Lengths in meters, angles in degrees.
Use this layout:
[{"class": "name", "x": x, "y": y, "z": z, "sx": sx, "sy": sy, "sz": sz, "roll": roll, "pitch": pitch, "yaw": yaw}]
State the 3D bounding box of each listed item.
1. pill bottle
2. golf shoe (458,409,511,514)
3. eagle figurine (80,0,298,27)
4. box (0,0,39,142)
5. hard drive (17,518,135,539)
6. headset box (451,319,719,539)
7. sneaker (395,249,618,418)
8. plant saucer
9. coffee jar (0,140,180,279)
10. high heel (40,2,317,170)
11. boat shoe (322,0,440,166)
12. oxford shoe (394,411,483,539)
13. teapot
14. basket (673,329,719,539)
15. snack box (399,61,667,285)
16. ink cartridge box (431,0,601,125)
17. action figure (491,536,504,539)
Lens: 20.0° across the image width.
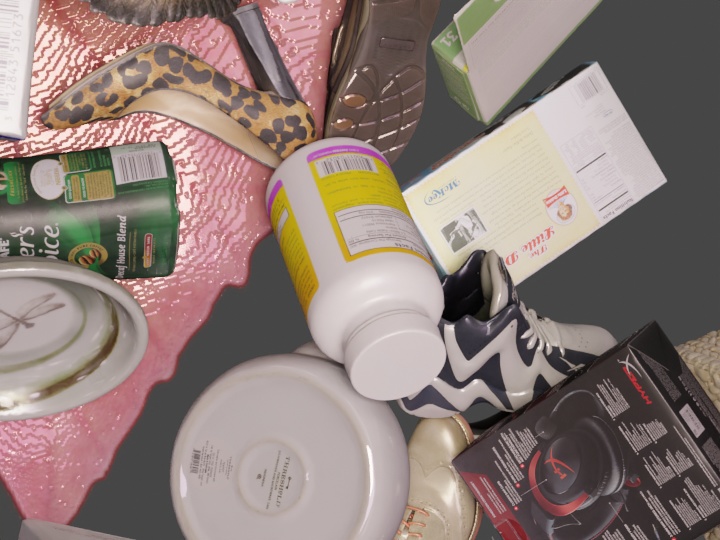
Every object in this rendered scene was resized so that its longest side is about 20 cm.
[{"class": "pill bottle", "x": 0.000, "y": 0.000, "z": 1.525, "sx": 0.104, "sy": 0.201, "sz": 0.105, "roll": -11, "pitch": 137, "yaw": -11}, {"class": "golf shoe", "x": 0.161, "y": 0.129, "z": 1.640, "sx": 0.199, "sy": 0.073, "sz": 0.093, "roll": -15, "pitch": 94, "yaw": -11}, {"class": "eagle figurine", "x": -0.131, "y": -0.254, "z": 1.502, "sx": 0.151, "sy": 0.200, "sz": 0.152, "roll": -34, "pitch": 73, "yaw": 19}, {"class": "box", "x": -0.284, "y": -0.189, "z": 1.455, "sx": 0.104, "sy": 0.200, "sz": 0.185, "roll": 6, "pitch": 91, "yaw": -12}, {"class": "hard drive", "x": -0.179, "y": 0.214, "z": 1.499, "sx": 0.131, "sy": 0.200, "sz": 0.027, "roll": 14, "pitch": 84, "yaw": -13}, {"class": "headset box", "x": 0.177, "y": 0.156, "z": 1.537, "sx": 0.200, "sy": 0.075, "sz": 0.149, "roll": -37, "pitch": 87, "yaw": 28}, {"class": "sneaker", "x": 0.124, "y": 0.041, "z": 1.589, "sx": 0.198, "sy": 0.080, "sz": 0.130, "roll": -1, "pitch": 132, "yaw": -17}, {"class": "plant saucer", "x": -0.258, "y": 0.040, "z": 1.505, "sx": 0.199, "sy": 0.201, "sz": 0.050, "roll": -4, "pitch": 55, "yaw": -13}, {"class": "coffee jar", "x": -0.237, "y": -0.038, "z": 1.522, "sx": 0.199, "sy": 0.105, "sz": 0.086, "roll": -5, "pitch": 54, "yaw": -12}, {"class": "high heel", "x": -0.132, "y": -0.106, "z": 1.558, "sx": 0.199, "sy": 0.071, "sz": 0.143, "roll": -25, "pitch": 92, "yaw": -19}, {"class": "boat shoe", "x": 0.013, "y": -0.164, "z": 1.593, "sx": 0.074, "sy": 0.073, "sz": 0.201, "roll": 11, "pitch": 111, "yaw": -21}, {"class": "oxford shoe", "x": 0.048, "y": 0.207, "z": 1.587, "sx": 0.070, "sy": 0.074, "sz": 0.201, "roll": 7, "pitch": 91, "yaw": 26}, {"class": "teapot", "x": -0.042, "y": 0.161, "z": 1.565, "sx": 0.200, "sy": 0.146, "sz": 0.198, "roll": -38, "pitch": 75, "yaw": 13}, {"class": "basket", "x": 0.355, "y": 0.134, "z": 1.626, "sx": 0.160, "sy": 0.200, "sz": 0.199, "roll": -16, "pitch": 96, "yaw": -6}, {"class": "snack box", "x": 0.135, "y": -0.066, "z": 1.642, "sx": 0.199, "sy": 0.037, "sz": 0.117, "roll": -34, "pitch": 100, "yaw": -9}, {"class": "ink cartridge box", "x": 0.117, "y": -0.210, "z": 1.552, "sx": 0.048, "sy": 0.200, "sz": 0.146, "roll": 41, "pitch": 83, "yaw": 22}, {"class": "action figure", "x": 0.134, "y": 0.306, "z": 1.649, "sx": 0.129, "sy": 0.069, "sz": 0.201, "roll": -11, "pitch": 91, "yaw": -5}]
